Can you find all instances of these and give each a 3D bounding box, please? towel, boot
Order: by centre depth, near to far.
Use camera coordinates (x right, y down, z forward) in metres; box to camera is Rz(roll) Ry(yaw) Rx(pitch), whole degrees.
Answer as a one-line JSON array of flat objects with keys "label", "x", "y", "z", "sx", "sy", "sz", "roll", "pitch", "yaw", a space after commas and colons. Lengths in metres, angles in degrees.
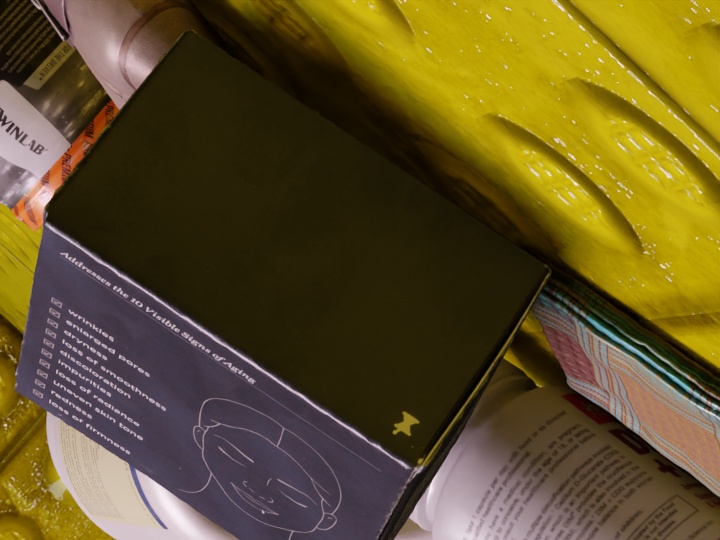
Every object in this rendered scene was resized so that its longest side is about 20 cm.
[{"label": "towel", "x": 0.156, "y": 0.075, "z": 1.330, "sx": 0.200, "sy": 0.022, "sz": 0.147, "roll": 36, "pitch": 168, "yaw": 30}, {"label": "boot", "x": -0.100, "y": -0.097, "z": 1.453, "sx": 0.146, "sy": 0.070, "sz": 0.200, "roll": 43, "pitch": 166, "yaw": 8}]

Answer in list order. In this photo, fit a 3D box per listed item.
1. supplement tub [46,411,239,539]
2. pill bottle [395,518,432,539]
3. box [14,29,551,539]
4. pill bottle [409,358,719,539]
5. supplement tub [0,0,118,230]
[{"label": "supplement tub", "x": -0.082, "y": 0.083, "z": 1.586, "sx": 0.145, "sy": 0.145, "sz": 0.200, "roll": 44, "pitch": 163, "yaw": -16}, {"label": "pill bottle", "x": 0.051, "y": 0.152, "z": 1.797, "sx": 0.116, "sy": 0.116, "sz": 0.200, "roll": 36, "pitch": 169, "yaw": 28}, {"label": "box", "x": -0.042, "y": 0.027, "z": 1.352, "sx": 0.199, "sy": 0.124, "sz": 0.197, "roll": 34, "pitch": 156, "yaw": 4}, {"label": "pill bottle", "x": 0.108, "y": 0.130, "z": 1.478, "sx": 0.200, "sy": 0.113, "sz": 0.113, "roll": 36, "pitch": 169, "yaw": 27}, {"label": "supplement tub", "x": -0.222, "y": -0.123, "z": 1.628, "sx": 0.200, "sy": 0.123, "sz": 0.123, "roll": 42, "pitch": 170, "yaw": -6}]
